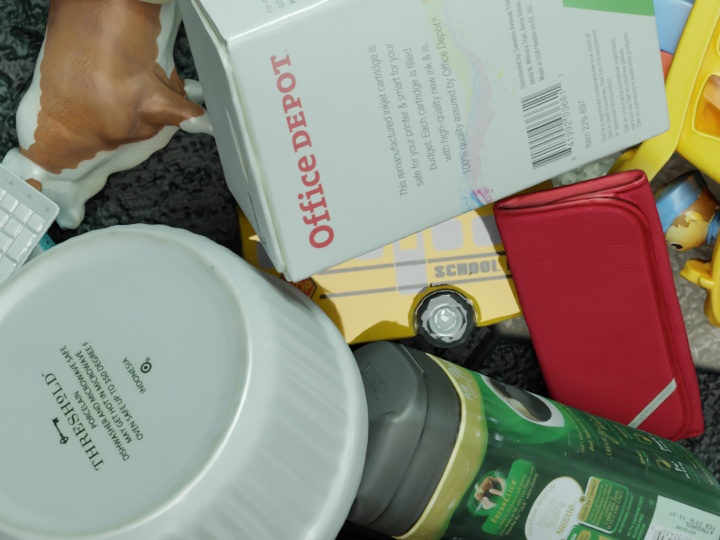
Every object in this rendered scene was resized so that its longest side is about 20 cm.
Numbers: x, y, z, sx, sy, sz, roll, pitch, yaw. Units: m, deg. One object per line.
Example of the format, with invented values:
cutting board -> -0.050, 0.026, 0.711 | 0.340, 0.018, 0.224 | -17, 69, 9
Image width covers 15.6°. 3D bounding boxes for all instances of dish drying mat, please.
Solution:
dish drying mat -> 0.123, 0.028, 1.316 | 0.077, 0.018, 0.200 | -12, 138, 8

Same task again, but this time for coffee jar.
coffee jar -> 0.076, 0.105, 1.305 | 0.200, 0.104, 0.085 | 21, 102, -22

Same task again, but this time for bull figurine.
bull figurine -> -0.112, -0.113, 1.309 | 0.121, 0.065, 0.200 | 6, 101, -7

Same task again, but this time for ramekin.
ramekin -> -0.105, 0.070, 1.222 | 0.202, 0.094, 0.202 | -10, 60, 17

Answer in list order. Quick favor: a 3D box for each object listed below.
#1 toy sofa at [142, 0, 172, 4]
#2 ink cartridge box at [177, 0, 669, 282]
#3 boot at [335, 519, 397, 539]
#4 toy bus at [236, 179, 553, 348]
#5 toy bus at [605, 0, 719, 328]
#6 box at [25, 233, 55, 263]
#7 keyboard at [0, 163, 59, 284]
toy sofa -> -0.173, -0.194, 1.254 | 0.200, 0.098, 0.083 | 7, 67, 17
ink cartridge box -> 0.028, -0.102, 1.199 | 0.200, 0.088, 0.145 | -24, 132, -11
boot -> 0.023, 0.177, 1.279 | 0.158, 0.211, 0.079 | 26, 104, 35
toy bus -> 0.000, 0.000, 1.337 | 0.200, 0.065, 0.078 | -7, 101, -3
toy bus -> 0.185, -0.068, 1.313 | 0.192, 0.136, 0.200 | 20, 101, 6
box -> -0.180, 0.026, 1.337 | 0.082, 0.049, 0.200 | -34, 101, 2
keyboard -> -0.238, -0.062, 1.293 | 0.200, 0.011, 0.056 | 35, 85, 17
